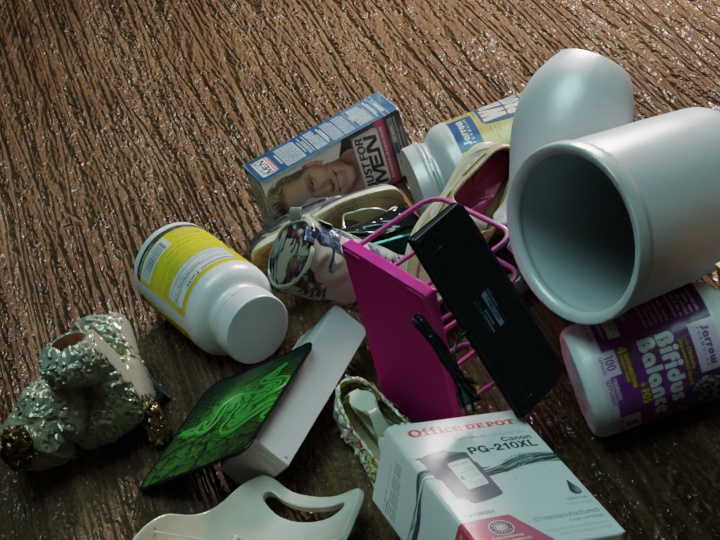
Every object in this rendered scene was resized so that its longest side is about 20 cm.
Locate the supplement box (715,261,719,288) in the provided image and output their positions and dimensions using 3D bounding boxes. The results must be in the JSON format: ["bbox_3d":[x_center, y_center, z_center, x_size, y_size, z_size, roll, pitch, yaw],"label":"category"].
[{"bbox_3d":[0.425,0.090,1.358,0.132,0.202,0.198,-25,36,-10],"label":"supplement box"}]

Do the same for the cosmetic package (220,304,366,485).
[{"bbox_3d":[-0.068,0.131,1.630,0.082,0.051,0.201,-40,13,47],"label":"cosmetic package"}]

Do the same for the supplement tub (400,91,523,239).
[{"bbox_3d":[0.158,-0.117,1.800,0.198,0.146,0.145,-21,35,-3],"label":"supplement tub"}]

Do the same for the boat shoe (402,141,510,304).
[{"bbox_3d":[0.108,-0.053,1.673,0.202,0.073,0.069,-64,14,-12],"label":"boat shoe"}]

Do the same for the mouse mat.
[{"bbox_3d":[-0.141,0.152,1.628,0.199,0.008,0.162,-24,25,45],"label":"mouse mat"}]

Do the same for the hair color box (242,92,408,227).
[{"bbox_3d":[-0.036,-0.126,1.942,0.199,0.101,0.061,-30,38,-14],"label":"hair color box"}]

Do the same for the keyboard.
[{"bbox_3d":[0.102,0.050,1.451,0.127,0.201,0.021,-39,11,-34],"label":"keyboard"}]

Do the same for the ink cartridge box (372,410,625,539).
[{"bbox_3d":[0.117,0.216,1.397,0.143,0.085,0.200,-4,29,-25],"label":"ink cartridge box"}]

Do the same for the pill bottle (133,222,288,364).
[{"bbox_3d":[-0.168,0.029,1.792,0.111,0.112,0.199,-33,38,-19],"label":"pill bottle"}]

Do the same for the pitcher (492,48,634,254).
[{"bbox_3d":[0.203,-0.115,1.632,0.120,0.172,0.202,23,82,-1],"label":"pitcher"}]

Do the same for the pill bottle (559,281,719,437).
[{"bbox_3d":[0.300,0.077,1.509,0.198,0.113,0.113,-20,35,0],"label":"pill bottle"}]

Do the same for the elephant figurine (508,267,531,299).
[{"bbox_3d":[0.260,-0.025,1.672,0.141,0.156,0.200,38,70,12],"label":"elephant figurine"}]

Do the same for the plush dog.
[{"bbox_3d":[-0.312,0.154,1.703,0.171,0.162,0.200,-31,6,8],"label":"plush dog"}]

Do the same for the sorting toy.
[{"bbox_3d":[-0.083,0.256,1.474,0.198,0.108,0.180,3,34,29],"label":"sorting toy"}]

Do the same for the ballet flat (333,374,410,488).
[{"bbox_3d":[0.025,0.169,1.559,0.075,0.064,0.200,-31,38,-17],"label":"ballet flat"}]

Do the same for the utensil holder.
[{"bbox_3d":[0.265,-0.059,1.487,0.198,0.172,0.169,-20,30,-36],"label":"utensil holder"}]

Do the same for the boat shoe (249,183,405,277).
[{"bbox_3d":[-0.044,-0.058,1.885,0.198,0.072,0.065,-27,40,-1],"label":"boat shoe"}]

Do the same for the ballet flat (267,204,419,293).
[{"bbox_3d":[-0.023,-0.029,1.827,0.198,0.068,0.069,-16,56,-16],"label":"ballet flat"}]

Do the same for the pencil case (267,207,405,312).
[{"bbox_3d":[0.000,0.000,1.695,0.077,0.198,0.091,12,86,57],"label":"pencil case"}]

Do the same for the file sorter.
[{"bbox_3d":[0.089,0.049,1.572,0.125,0.202,0.139,-32,37,-23],"label":"file sorter"}]
